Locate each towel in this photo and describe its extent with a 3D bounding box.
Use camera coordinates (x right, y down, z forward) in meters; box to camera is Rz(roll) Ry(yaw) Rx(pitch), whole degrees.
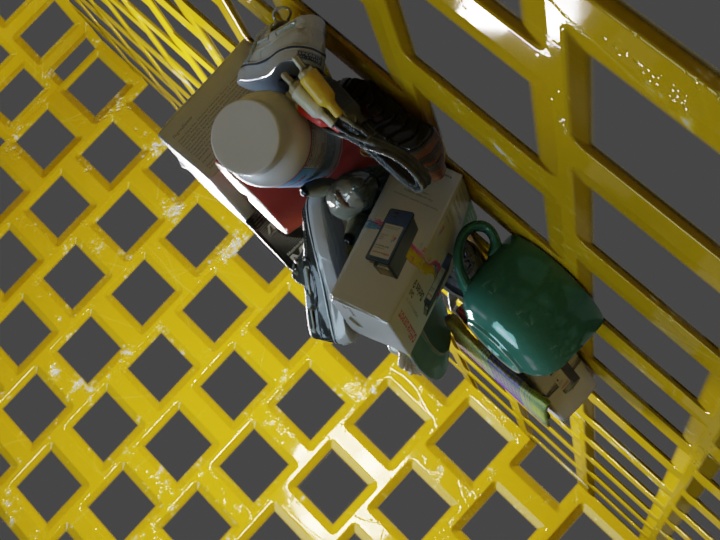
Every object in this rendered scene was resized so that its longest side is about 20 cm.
[{"bbox_3d":[0.201,0.142,1.700,0.200,0.023,0.144,43,174,21],"label":"towel"}]

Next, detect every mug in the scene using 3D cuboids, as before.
[{"bbox_3d":[0.186,0.043,1.409,0.185,0.115,0.152,40,174,35],"label":"mug"}]

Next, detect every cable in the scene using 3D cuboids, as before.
[{"bbox_3d":[-0.009,-0.142,1.261,0.200,0.050,0.097,49,159,13],"label":"cable"}]

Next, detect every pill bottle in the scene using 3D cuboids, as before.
[{"bbox_3d":[-0.097,-0.151,1.360,0.109,0.109,0.200,43,-165,10],"label":"pill bottle"}]

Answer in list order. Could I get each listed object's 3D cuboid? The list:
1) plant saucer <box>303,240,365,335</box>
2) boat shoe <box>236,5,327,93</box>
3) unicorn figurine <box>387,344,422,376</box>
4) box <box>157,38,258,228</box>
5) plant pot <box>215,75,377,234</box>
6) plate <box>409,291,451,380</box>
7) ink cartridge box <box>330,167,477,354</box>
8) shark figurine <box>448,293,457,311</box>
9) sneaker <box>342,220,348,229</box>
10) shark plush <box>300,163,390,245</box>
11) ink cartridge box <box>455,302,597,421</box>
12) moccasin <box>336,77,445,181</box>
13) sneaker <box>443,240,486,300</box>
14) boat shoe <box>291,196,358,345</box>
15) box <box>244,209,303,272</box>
[{"bbox_3d":[0.000,0.000,1.582,0.200,0.201,0.031,45,139,-11],"label":"plant saucer"},{"bbox_3d":[-0.089,-0.260,1.361,0.074,0.087,0.202,13,173,-19],"label":"boat shoe"},{"bbox_3d":[0.042,0.054,1.693,0.201,0.074,0.137,60,-161,13],"label":"unicorn figurine"},{"bbox_3d":[-0.167,-0.201,1.784,0.130,0.200,0.199,39,174,26],"label":"box"},{"bbox_3d":[-0.089,-0.162,1.604,0.200,0.177,0.200,43,176,4],"label":"plant pot"},{"bbox_3d":[0.093,0.058,1.701,0.200,0.025,0.202,47,-147,-45],"label":"plate"},{"bbox_3d":[0.055,-0.018,1.413,0.087,0.201,0.145,25,168,20],"label":"ink cartridge box"},{"bbox_3d":[0.077,-0.039,1.816,0.215,0.089,0.128,49,175,-28],"label":"shark figurine"},{"bbox_3d":[0.041,-0.043,1.543,0.201,0.075,0.100,52,161,-3],"label":"sneaker"},{"bbox_3d":[0.020,-0.101,1.413,0.091,0.083,0.199,53,-146,12],"label":"shark plush"},{"bbox_3d":[0.245,0.115,1.720,0.145,0.085,0.200,40,172,43],"label":"ink cartridge box"},{"bbox_3d":[0.025,-0.159,1.333,0.200,0.074,0.078,30,160,39],"label":"moccasin"},{"bbox_3d":[0.123,-0.025,1.588,0.200,0.075,0.114,48,177,-16],"label":"sneaker"},{"bbox_3d":[-0.053,0.002,1.451,0.072,0.070,0.203,-52,-44,-63],"label":"boat shoe"},{"bbox_3d":[-0.052,-0.082,1.837,0.047,0.200,0.193,40,173,48],"label":"box"}]
